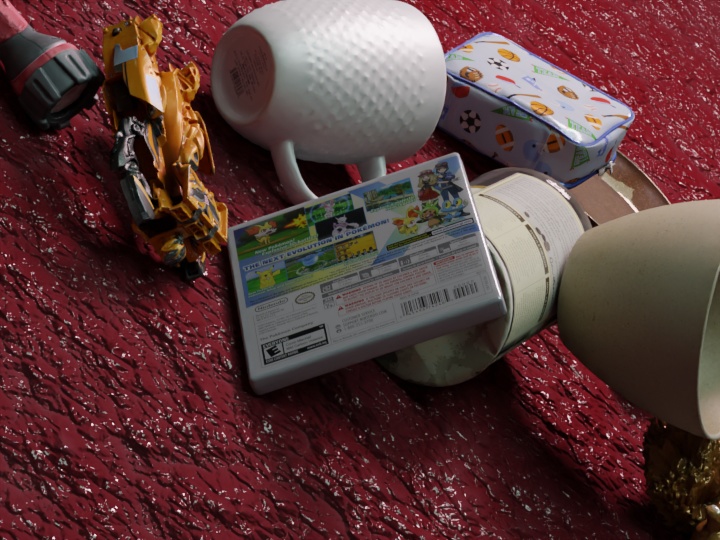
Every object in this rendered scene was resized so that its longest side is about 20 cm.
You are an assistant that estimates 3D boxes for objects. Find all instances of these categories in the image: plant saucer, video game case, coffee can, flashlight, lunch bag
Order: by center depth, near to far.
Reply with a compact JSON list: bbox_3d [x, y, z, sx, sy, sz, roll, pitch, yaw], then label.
[{"bbox_3d":[0.000,0.000,1.690,0.183,0.199,0.022,-103,173,-49],"label":"video game case"},{"bbox_3d":[-0.285,-0.201,1.724,0.200,0.068,0.068,49,23,12],"label":"flashlight"},{"bbox_3d":[0.096,0.002,1.837,0.146,0.146,0.200,46,27,10],"label":"coffee can"},{"bbox_3d":[0.173,-0.159,2.203,0.200,0.076,0.160,33,31,16],"label":"lunch bag"},{"bbox_3d":[0.255,-0.071,2.275,0.200,0.037,0.201,32,29,-20],"label":"plant saucer"}]

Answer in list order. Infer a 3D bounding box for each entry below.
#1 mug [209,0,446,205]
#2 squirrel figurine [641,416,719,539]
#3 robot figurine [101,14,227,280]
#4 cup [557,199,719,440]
[{"bbox_3d":[-0.033,-0.142,1.910,0.175,0.147,0.201,-2,79,-43],"label":"mug"},{"bbox_3d":[0.312,0.213,1.864,0.200,0.142,0.186,38,34,25],"label":"squirrel figurine"},{"bbox_3d":[-0.151,-0.093,1.690,0.145,0.058,0.201,50,22,-55],"label":"robot figurine"},{"bbox_3d":[0.248,0.029,1.828,0.143,0.201,0.200,11,17,24],"label":"cup"}]
